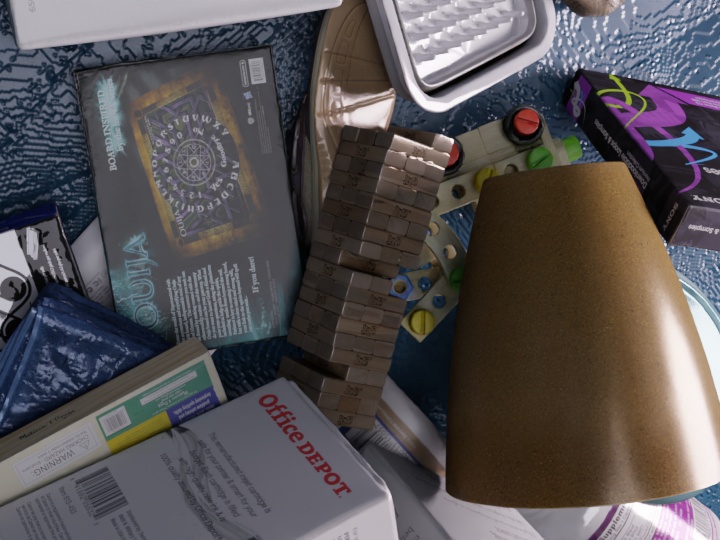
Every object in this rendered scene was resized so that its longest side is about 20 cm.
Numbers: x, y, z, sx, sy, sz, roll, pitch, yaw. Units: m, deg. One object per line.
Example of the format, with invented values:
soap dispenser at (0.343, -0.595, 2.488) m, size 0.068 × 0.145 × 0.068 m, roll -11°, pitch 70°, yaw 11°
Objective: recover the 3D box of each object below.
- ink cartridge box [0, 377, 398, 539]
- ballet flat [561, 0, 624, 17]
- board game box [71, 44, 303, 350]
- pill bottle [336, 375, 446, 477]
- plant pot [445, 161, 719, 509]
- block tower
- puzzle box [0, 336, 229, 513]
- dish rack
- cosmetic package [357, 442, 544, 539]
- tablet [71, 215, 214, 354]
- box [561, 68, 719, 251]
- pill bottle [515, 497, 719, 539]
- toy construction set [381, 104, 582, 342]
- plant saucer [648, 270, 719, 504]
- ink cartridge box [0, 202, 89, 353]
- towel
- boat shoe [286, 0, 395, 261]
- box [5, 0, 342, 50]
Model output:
ink cartridge box at (-0.093, 0.164, 0.664) m, size 0.199 × 0.145 × 0.085 m, roll -24°, pitch 124°, yaw -20°
ballet flat at (0.127, -0.228, 0.787) m, size 0.199 × 0.046 × 0.068 m, roll 20°, pitch 77°, yaw -42°
board game box at (-0.113, -0.045, 0.781) m, size 0.134 × 0.028 × 0.201 m, roll -9°, pitch 100°, yaw -10°
pill bottle at (-0.033, 0.167, 0.829) m, size 0.200 × 0.111 × 0.111 m, roll -42°, pitch 111°, yaw -5°
plant pot at (0.138, 0.035, 0.740) m, size 0.185 × 0.186 × 0.201 m, roll -6°, pitch 91°, yaw -16°
block tower at (0.000, 0.000, 0.761) m, size 0.058 × 0.054 × 0.201 m, roll 14°, pitch 93°, yaw -39°
puzzle box at (-0.165, 0.143, 0.718) m, size 0.199 × 0.025 × 0.134 m, roll -27°, pitch 123°, yaw -19°
dish rack at (0.053, -0.222, 0.778) m, size 0.171 × 0.043 × 0.201 m, roll -33°, pitch 113°, yaw -38°
cosmetic package at (0.057, 0.249, 0.730) m, size 0.164 × 0.200 × 0.165 m, roll 29°, pitch 99°, yaw -41°
tablet at (-0.163, 0.033, 0.809) m, size 0.130 × 0.014 × 0.200 m, roll 43°, pitch 88°, yaw -22°
box at (0.245, -0.076, 0.818) m, size 0.142 × 0.200 × 0.036 m, roll 7°, pitch 125°, yaw -20°
pill bottle at (0.187, 0.193, 0.906) m, size 0.200 × 0.112 × 0.113 m, roll 35°, pitch 90°, yaw -21°
toy construction set at (0.099, -0.042, 0.834) m, size 0.199 × 0.092 × 0.132 m, roll -21°, pitch 89°, yaw -19°
plant saucer at (0.229, 0.078, 0.885) m, size 0.199 × 0.027 × 0.201 m, roll 10°, pitch 69°, yaw -27°
ink cartridge box at (-0.216, 0.066, 0.768) m, size 0.094 × 0.044 × 0.201 m, roll -20°, pitch 109°, yaw -11°
towel at (-0.203, 0.117, 0.735) m, size 0.111 × 0.049 × 0.201 m, roll 27°, pitch 96°, yaw -22°
boat shoe at (-0.020, -0.092, 0.798) m, size 0.072 × 0.065 × 0.201 m, roll -10°, pitch 107°, yaw -38°
box at (-0.129, -0.247, 0.692) m, size 0.198 × 0.131 × 0.201 m, roll -11°, pitch 105°, yaw -15°
